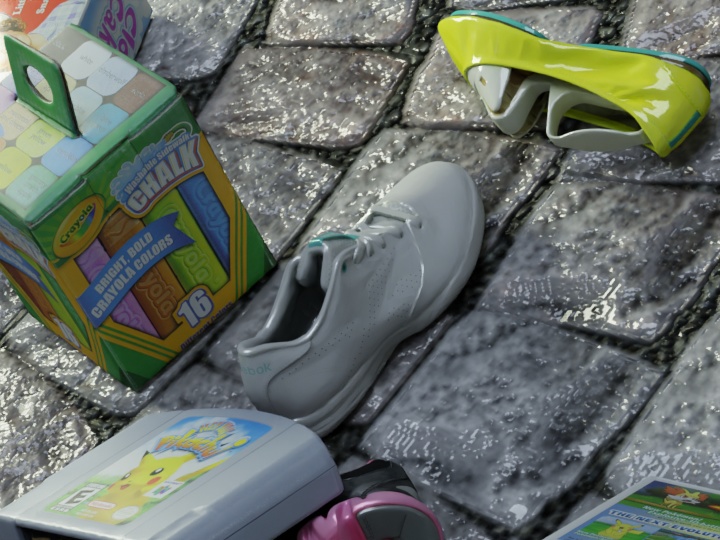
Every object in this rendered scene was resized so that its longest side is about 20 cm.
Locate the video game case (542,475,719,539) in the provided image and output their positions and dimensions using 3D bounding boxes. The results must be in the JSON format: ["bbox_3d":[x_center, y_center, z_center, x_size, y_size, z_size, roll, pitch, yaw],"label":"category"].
[{"bbox_3d":[0.176,0.151,1.224,0.199,0.022,0.182,10,20,36],"label":"video game case"}]

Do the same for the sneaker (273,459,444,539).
[{"bbox_3d":[-0.052,0.156,1.388,0.199,0.079,0.095,-20,27,5],"label":"sneaker"}]

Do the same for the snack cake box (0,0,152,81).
[{"bbox_3d":[-0.228,-0.122,1.741,0.115,0.067,0.200,-6,47,26],"label":"snack cake box"}]

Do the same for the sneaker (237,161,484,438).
[{"bbox_3d":[0.000,0.000,1.486,0.075,0.089,0.200,13,57,38],"label":"sneaker"}]

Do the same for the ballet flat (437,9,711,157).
[{"bbox_3d":[0.115,-0.108,1.549,0.200,0.067,0.067,16,72,37],"label":"ballet flat"}]

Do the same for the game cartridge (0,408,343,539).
[{"bbox_3d":[-0.103,0.120,1.401,0.133,0.041,0.200,-28,16,-31],"label":"game cartridge"}]

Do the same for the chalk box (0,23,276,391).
[{"bbox_3d":[-0.162,-0.052,1.539,0.124,0.200,0.125,-43,44,-15],"label":"chalk box"}]
